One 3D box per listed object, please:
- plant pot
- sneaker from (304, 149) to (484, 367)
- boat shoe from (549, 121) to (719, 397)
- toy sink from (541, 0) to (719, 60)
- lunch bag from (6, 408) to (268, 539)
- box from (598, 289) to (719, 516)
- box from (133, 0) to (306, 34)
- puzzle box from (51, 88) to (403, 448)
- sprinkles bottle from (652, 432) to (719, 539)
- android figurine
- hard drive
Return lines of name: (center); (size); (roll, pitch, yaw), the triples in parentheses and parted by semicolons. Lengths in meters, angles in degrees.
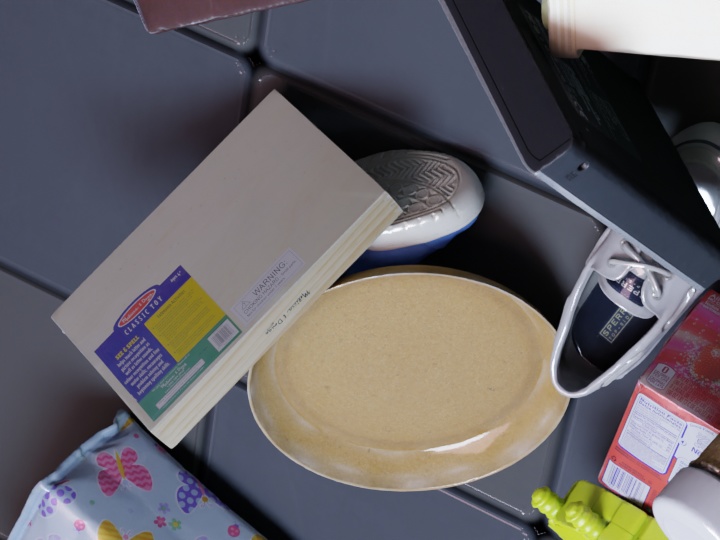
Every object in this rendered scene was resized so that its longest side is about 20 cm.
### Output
plant pot: (0.030, 0.062, 1.817); (0.199, 0.028, 0.201); (-1, 136, -1)
sneaker: (0.000, -0.001, 1.825); (0.199, 0.077, 0.111); (-17, 131, 21)
boat shoe: (0.168, 0.002, 1.711); (0.073, 0.065, 0.200); (33, 132, 12)
toy sink: (0.154, -0.182, 1.529); (0.199, 0.130, 0.112); (6, 122, 16)
lunch bag: (-0.165, 0.227, 2.052); (0.170, 0.127, 0.200); (42, 140, 7)
box: (0.251, 0.116, 1.703); (0.200, 0.096, 0.100); (31, 140, 14)
box: (-0.028, -0.246, 1.610); (0.199, 0.166, 0.165); (-8, 111, 38)
puzzle box: (-0.082, -0.003, 1.779); (0.133, 0.200, 0.025); (44, 179, 43)
sprinkles bottle: (0.246, 0.079, 1.615); (0.068, 0.200, 0.068); (40, 164, 14)
android figurine: (0.186, 0.189, 1.775); (0.200, 0.041, 0.182); (38, 172, -24)
hard drive: (0.122, -0.078, 1.582); (0.033, 0.200, 0.140); (-36, 57, 17)
